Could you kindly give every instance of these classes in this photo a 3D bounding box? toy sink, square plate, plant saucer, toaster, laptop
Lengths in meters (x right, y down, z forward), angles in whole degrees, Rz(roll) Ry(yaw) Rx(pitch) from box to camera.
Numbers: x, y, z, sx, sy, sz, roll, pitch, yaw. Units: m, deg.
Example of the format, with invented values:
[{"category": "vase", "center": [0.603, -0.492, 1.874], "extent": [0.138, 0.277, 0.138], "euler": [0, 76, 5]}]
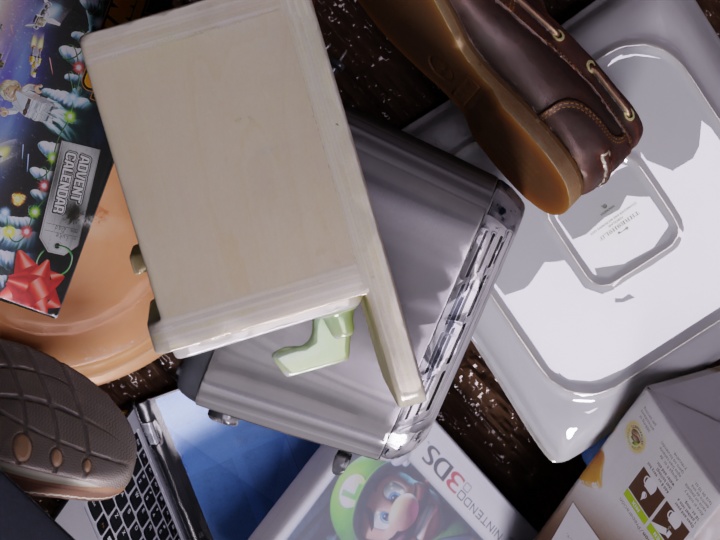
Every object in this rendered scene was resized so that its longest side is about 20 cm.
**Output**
[{"category": "toy sink", "center": [-0.053, -0.025, 1.265], "extent": [0.112, 0.130, 0.200], "euler": [-17, 96, -1]}, {"category": "square plate", "center": [0.130, -0.027, 1.442], "extent": [0.200, 0.028, 0.198], "euler": [-33, 97, 9]}, {"category": "plant saucer", "center": [-0.153, -0.026, 1.403], "extent": [0.200, 0.032, 0.201], "euler": [-7, 117, -14]}, {"category": "toaster", "center": [0.000, 0.000, 1.390], "extent": [0.129, 0.114, 0.200], "euler": [23, 96, 1]}, {"category": "laptop", "center": [-0.060, 0.161, 1.477], "extent": [0.116, 0.200, 0.187], "euler": [-2, 124, 28]}]

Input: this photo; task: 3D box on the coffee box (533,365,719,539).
[{"category": "coffee box", "center": [0.169, 0.143, 1.505], "extent": [0.114, 0.080, 0.200], "euler": [-11, 146, -38]}]

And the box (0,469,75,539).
[{"category": "box", "center": [-0.269, 0.138, 1.331], "extent": [0.200, 0.198, 0.123], "euler": [48, 52, -31]}]

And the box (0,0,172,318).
[{"category": "box", "center": [-0.176, -0.093, 1.319], "extent": [0.137, 0.040, 0.200], "euler": [20, 87, -25]}]

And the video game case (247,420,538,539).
[{"category": "video game case", "center": [0.003, 0.185, 1.514], "extent": [0.200, 0.023, 0.182], "euler": [-52, 129, -13]}]

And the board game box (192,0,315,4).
[{"category": "board game box", "center": [-0.107, -0.188, 1.313], "extent": [0.200, 0.019, 0.103], "euler": [13, 81, -27]}]

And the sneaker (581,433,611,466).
[{"category": "sneaker", "center": [0.134, 0.017, 1.505], "extent": [0.078, 0.066, 0.200], "euler": [6, 111, -14]}]

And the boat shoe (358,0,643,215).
[{"category": "boat shoe", "center": [0.061, -0.123, 1.388], "extent": [0.070, 0.070, 0.200], "euler": [-42, 98, -22]}]

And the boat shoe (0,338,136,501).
[{"category": "boat shoe", "center": [-0.211, 0.076, 1.394], "extent": [0.200, 0.076, 0.072], "euler": [18, 140, 0]}]
